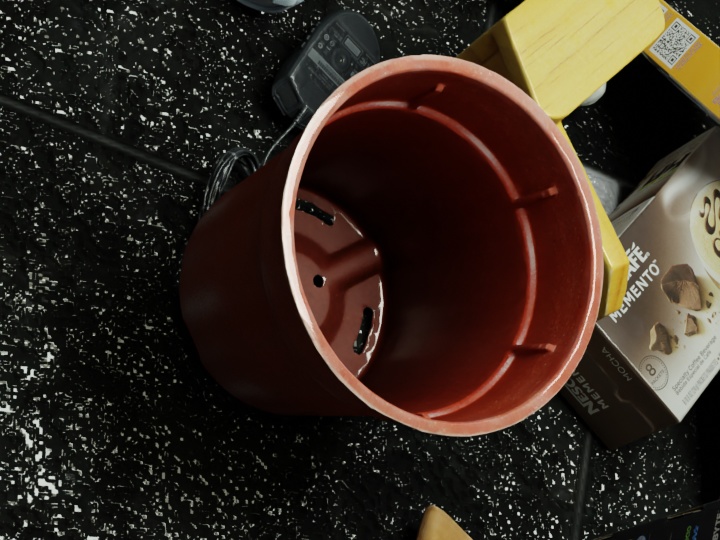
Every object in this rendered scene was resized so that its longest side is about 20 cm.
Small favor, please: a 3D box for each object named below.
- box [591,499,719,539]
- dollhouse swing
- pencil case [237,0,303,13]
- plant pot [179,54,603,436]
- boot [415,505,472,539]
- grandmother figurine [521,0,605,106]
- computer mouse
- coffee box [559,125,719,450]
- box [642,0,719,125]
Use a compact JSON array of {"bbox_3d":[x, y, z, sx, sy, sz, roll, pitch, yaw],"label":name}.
[{"bbox_3d":[0.159,0.244,0.971,0.049,0.198,0.201,25,62,-16],"label":"box"},{"bbox_3d":[0.120,-0.070,1.063,0.182,0.200,0.176,-40,92,-33],"label":"dollhouse swing"},{"bbox_3d":[-0.025,-0.258,1.125,0.091,0.083,0.200,43,58,-7],"label":"pencil case"},{"bbox_3d":[0.000,0.000,0.966,0.199,0.195,0.202,6,79,-29],"label":"plant pot"},{"bbox_3d":[0.022,0.212,0.964,0.188,0.068,0.201,38,47,-13],"label":"boot"},{"bbox_3d":[0.145,-0.212,1.212,0.121,0.060,0.202,9,67,-30],"label":"grandmother figurine"},{"bbox_3d":[-0.049,-0.090,1.086,0.059,0.034,0.201,46,62,-23],"label":"computer mouse"},{"bbox_3d":[0.207,0.010,1.151,0.113,0.080,0.200,49,57,-4],"label":"coffee box"},{"bbox_3d":[0.257,-0.115,1.159,0.119,0.041,0.200,33,17,-42],"label":"box"}]
